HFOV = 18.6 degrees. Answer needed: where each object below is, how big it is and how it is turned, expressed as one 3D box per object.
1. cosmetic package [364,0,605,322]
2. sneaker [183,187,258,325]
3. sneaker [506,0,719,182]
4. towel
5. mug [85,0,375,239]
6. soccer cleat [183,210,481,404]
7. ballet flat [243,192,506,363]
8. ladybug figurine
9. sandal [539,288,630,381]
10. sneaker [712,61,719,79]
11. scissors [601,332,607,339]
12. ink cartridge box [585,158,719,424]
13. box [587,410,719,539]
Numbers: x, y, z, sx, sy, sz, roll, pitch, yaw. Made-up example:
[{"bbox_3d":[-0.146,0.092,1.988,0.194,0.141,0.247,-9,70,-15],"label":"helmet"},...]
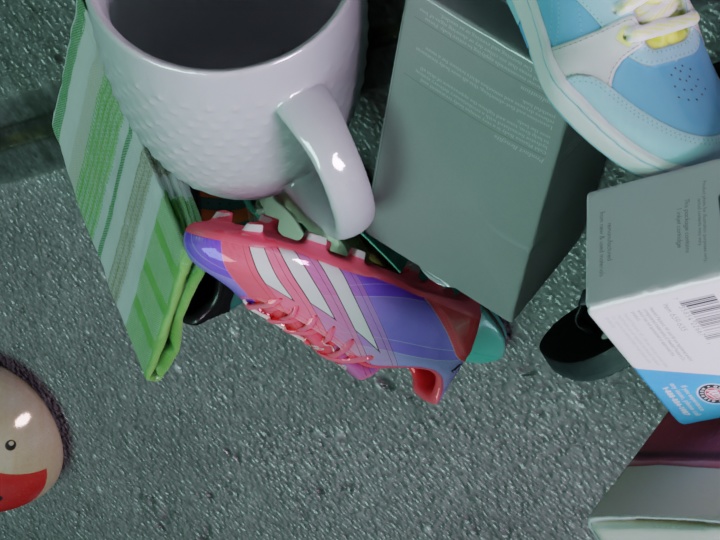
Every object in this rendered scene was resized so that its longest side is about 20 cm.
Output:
[{"bbox_3d":[0.074,-0.078,1.158,0.107,0.090,0.200,33,148,15],"label":"cosmetic package"},{"bbox_3d":[-0.108,-0.051,1.377,0.071,0.080,0.201,17,138,39],"label":"sneaker"},{"bbox_3d":[0.124,-0.145,0.996,0.201,0.079,0.131,59,147,17],"label":"sneaker"},{"bbox_3d":[-0.139,-0.053,1.338,0.149,0.031,0.201,114,139,-54],"label":"towel"},{"bbox_3d":[-0.054,-0.102,1.190,0.200,0.147,0.176,53,166,24],"label":"mug"},{"bbox_3d":[-0.016,0.021,1.242,0.199,0.077,0.067,16,-177,-35],"label":"soccer cleat"},{"bbox_3d":[0.000,0.000,1.331,0.200,0.070,0.067,45,143,-3],"label":"ballet flat"},{"bbox_3d":[-0.318,0.147,1.823,0.136,0.072,0.200,43,147,1],"label":"ladybug figurine"},{"bbox_3d":[0.164,0.009,1.164,0.043,0.076,0.200,51,145,-11],"label":"sandal"},{"bbox_3d":[0.179,-0.057,1.090,0.084,0.077,0.200,51,136,-1],"label":"sneaker"},{"bbox_3d":[0.205,-0.010,1.070,0.200,0.073,0.014,-38,68,43],"label":"scissors"},{"bbox_3d":[0.214,-0.002,0.985,0.199,0.067,0.116,-14,142,26],"label":"ink cartridge box"},{"bbox_3d":[0.227,0.102,1.086,0.109,0.200,0.128,-7,124,50],"label":"box"}]
